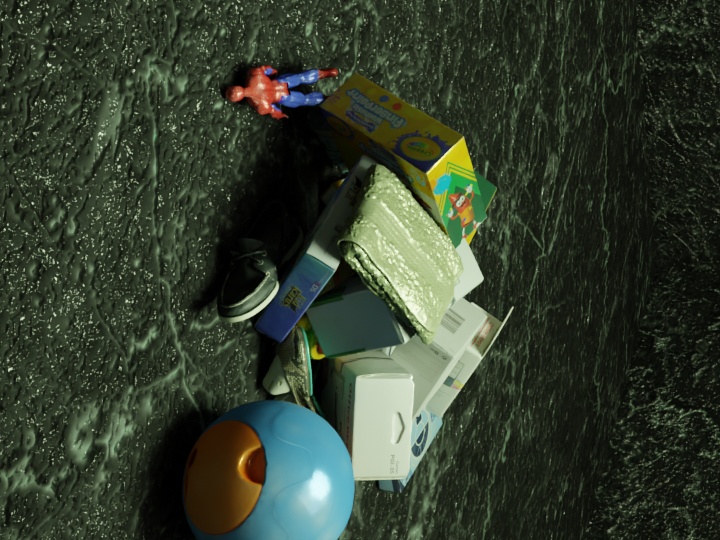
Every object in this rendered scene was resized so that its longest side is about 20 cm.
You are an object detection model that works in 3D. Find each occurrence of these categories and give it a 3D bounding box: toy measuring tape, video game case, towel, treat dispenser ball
[{"bbox_3d":[-0.045,0.094,1.439,0.200,0.074,0.074,26,72,-63],"label":"toy measuring tape"},{"bbox_3d":[-0.052,-0.026,1.303,0.200,0.045,0.181,-51,-170,52],"label":"video game case"},{"bbox_3d":[0.054,-0.021,1.247,0.200,0.036,0.148,47,47,-31],"label":"towel"},{"bbox_3d":[-0.107,0.252,1.196,0.201,0.201,0.201,-23,116,-62],"label":"treat dispenser ball"}]

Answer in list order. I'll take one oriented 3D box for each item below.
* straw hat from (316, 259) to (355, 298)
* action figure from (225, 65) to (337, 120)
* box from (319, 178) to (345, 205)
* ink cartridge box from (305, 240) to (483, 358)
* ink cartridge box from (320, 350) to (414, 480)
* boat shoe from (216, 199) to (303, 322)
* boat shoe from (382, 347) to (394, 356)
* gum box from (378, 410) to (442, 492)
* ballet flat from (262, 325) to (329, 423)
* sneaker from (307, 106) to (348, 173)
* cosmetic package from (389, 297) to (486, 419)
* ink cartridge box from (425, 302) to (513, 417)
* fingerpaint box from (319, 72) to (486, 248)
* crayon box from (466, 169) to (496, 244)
[{"bbox_3d":[0.000,0.000,1.499,0.201,0.085,0.201,6,90,-65],"label":"straw hat"},{"bbox_3d":[-0.098,-0.225,1.286,0.200,0.052,0.065,-16,99,-56],"label":"action figure"},{"bbox_3d":[0.032,-0.091,1.524,0.119,0.041,0.200,50,27,8],"label":"box"},{"bbox_3d":[0.047,0.030,1.366,0.200,0.147,0.083,-33,103,-46],"label":"ink cartridge box"},{"bbox_3d":[0.004,0.191,1.430,0.200,0.083,0.147,-151,-117,-74],"label":"ink cartridge box"},{"bbox_3d":[-0.127,-0.018,1.245,0.199,0.074,0.066,-56,141,-45],"label":"boat shoe"},{"bbox_3d":[0.096,0.111,1.745,0.200,0.067,0.074,-48,136,-51],"label":"boat shoe"},{"bbox_3d":[0.078,0.251,1.764,0.200,0.045,0.170,-50,137,-51],"label":"gum box"},{"bbox_3d":[-0.089,0.166,1.368,0.068,0.075,0.200,-119,-166,-54],"label":"ballet flat"},{"bbox_3d":[-0.013,-0.181,1.447,0.200,0.078,0.086,3,96,-64],"label":"sneaker"},{"bbox_3d":[0.096,0.129,1.509,0.108,0.085,0.200,-46,169,-42],"label":"cosmetic package"},{"bbox_3d":[0.166,0.135,1.689,0.117,0.067,0.200,-48,170,-52],"label":"ink cartridge box"},{"bbox_3d":[0.058,-0.142,1.330,0.073,0.200,0.167,-44,144,-13],"label":"fingerpaint box"},{"bbox_3d":[0.118,-0.044,1.635,0.200,0.058,0.173,-47,-172,47],"label":"crayon box"}]
